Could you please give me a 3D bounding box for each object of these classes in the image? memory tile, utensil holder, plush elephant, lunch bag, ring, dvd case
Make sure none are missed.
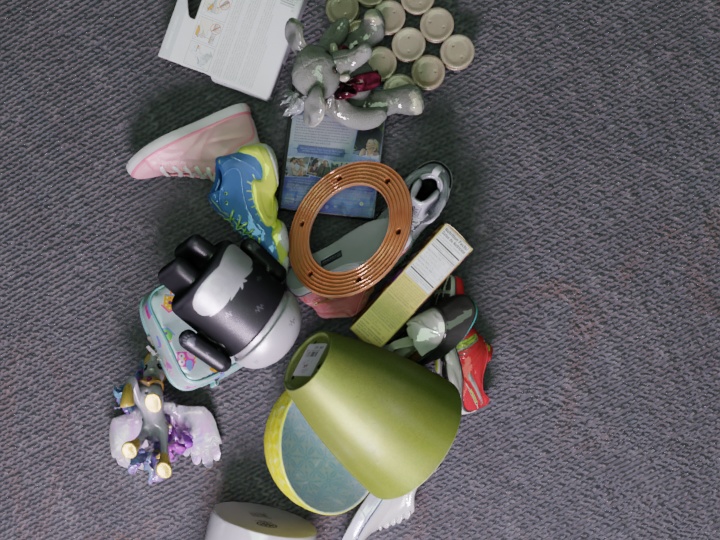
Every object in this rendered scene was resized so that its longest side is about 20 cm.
[{"bbox_3d":[0.055,-0.344,1.587,0.153,0.017,0.201,-34,83,2],"label":"memory tile"},{"bbox_3d":[-0.157,0.451,1.567,0.168,0.170,0.202,14,92,2],"label":"utensil holder"},{"bbox_3d":[-0.032,-0.271,1.505,0.198,0.155,0.166,-20,84,6],"label":"plush elephant"},{"bbox_3d":[-0.206,0.074,1.557,0.199,0.077,0.162,-25,92,-31],"label":"lunch bag"},{"bbox_3d":[-0.013,-0.056,1.511,0.199,0.019,0.202,-14,61,27],"label":"ring"},{"bbox_3d":[-0.039,-0.178,1.590,0.141,0.018,0.202,6,82,5],"label":"dvd case"}]

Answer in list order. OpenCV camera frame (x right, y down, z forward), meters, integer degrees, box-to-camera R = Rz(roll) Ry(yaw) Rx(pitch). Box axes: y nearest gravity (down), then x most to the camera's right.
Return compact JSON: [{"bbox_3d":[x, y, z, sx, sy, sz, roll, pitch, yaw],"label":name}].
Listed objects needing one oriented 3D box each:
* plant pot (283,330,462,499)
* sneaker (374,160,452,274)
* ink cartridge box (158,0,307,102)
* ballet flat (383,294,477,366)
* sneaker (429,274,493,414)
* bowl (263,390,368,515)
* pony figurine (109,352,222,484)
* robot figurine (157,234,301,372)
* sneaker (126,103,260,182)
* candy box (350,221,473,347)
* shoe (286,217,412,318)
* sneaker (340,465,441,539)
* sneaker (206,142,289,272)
[{"bbox_3d":[0.000,0.172,1.466,0.200,0.187,0.188,38,94,-24],"label":"plant pot"},{"bbox_3d":[0.060,-0.072,1.560,0.075,0.115,0.201,36,94,1],"label":"sneaker"},{"bbox_3d":[-0.177,-0.368,1.596,0.172,0.044,0.202,21,94,2],"label":"ink cartridge box"},{"bbox_3d":[0.082,0.101,1.540,0.200,0.068,0.068,-45,58,39],"label":"ballet flat"},{"bbox_3d":[0.149,0.105,1.596,0.084,0.077,0.202,-6,93,-17],"label":"sneaker"},{"bbox_3d":[-0.071,0.242,1.572,0.107,0.199,0.202,-5,93,46],"label":"bowl"},{"bbox_3d":[-0.290,0.217,1.570,0.165,0.200,0.195,-7,107,-2],"label":"pony figurine"},{"bbox_3d":[-0.172,0.042,1.469,0.200,0.125,0.150,40,99,-15],"label":"robot figurine"},{"bbox_3d":[-0.233,-0.154,1.590,0.199,0.075,0.105,-25,86,-1],"label":"sneaker"},{"bbox_3d":[0.071,0.021,1.564,0.056,0.117,0.200,44,93,-2],"label":"candy box"},{"bbox_3d":[0.000,0.000,1.553,0.199,0.072,0.091,-25,134,20],"label":"shoe"},{"bbox_3d":[0.042,0.340,1.599,0.071,0.073,0.201,36,93,4],"label":"sneaker"},{"bbox_3d":[-0.162,-0.074,1.543,0.104,0.076,0.202,-8,91,-19],"label":"sneaker"}]
